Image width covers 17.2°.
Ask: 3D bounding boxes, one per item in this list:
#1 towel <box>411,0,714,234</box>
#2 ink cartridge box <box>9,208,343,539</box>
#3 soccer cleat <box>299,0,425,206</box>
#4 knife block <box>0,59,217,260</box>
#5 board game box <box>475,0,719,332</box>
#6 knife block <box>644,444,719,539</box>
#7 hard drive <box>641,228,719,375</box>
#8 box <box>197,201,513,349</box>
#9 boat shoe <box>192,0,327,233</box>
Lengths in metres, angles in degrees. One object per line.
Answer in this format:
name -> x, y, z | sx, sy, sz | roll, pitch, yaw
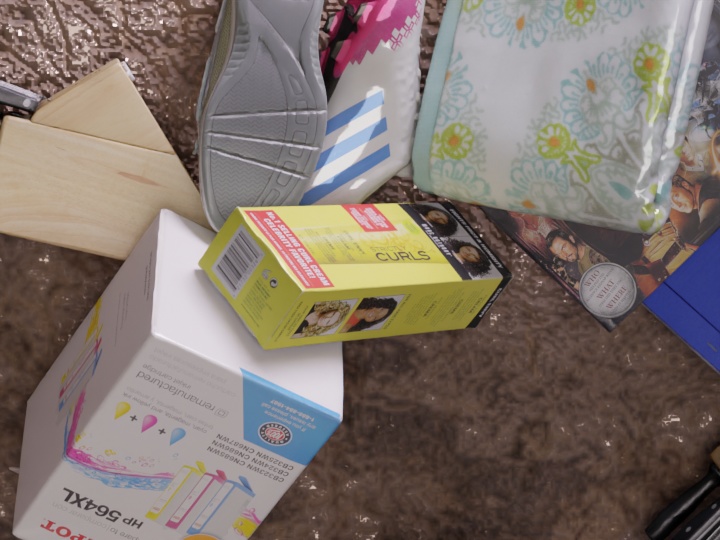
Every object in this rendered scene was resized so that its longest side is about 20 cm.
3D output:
towel -> 0.123, -0.132, 1.425 | 0.048, 0.171, 0.201 | 13, 89, -51
ink cartridge box -> -0.115, 0.093, 1.417 | 0.128, 0.125, 0.200 | 25, 121, -19
soccer cleat -> 0.009, -0.107, 1.477 | 0.086, 0.070, 0.201 | 23, 99, -18
knife block -> -0.195, -0.043, 1.451 | 0.175, 0.064, 0.200 | -32, 100, -1
board game box -> 0.177, -0.077, 1.472 | 0.135, 0.035, 0.200 | 43, 110, -2
knife block -> 0.267, 0.122, 1.513 | 0.175, 0.064, 0.201 | -2, 110, -13
hard drive -> 0.287, -0.015, 1.504 | 0.200, 0.025, 0.132 | -47, 68, 1
box -> 0.000, 0.000, 1.414 | 0.075, 0.200, 0.050 | 51, 122, 27
boat shoe -> -0.061, -0.112, 1.433 | 0.074, 0.065, 0.203 | 6, 76, -12
